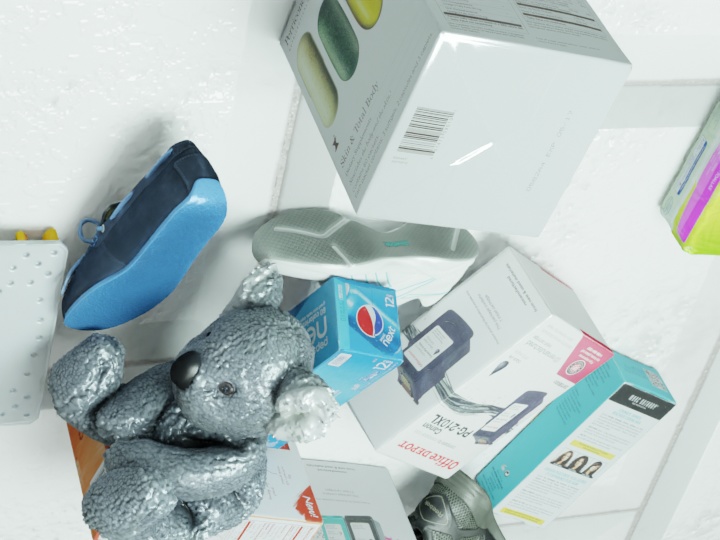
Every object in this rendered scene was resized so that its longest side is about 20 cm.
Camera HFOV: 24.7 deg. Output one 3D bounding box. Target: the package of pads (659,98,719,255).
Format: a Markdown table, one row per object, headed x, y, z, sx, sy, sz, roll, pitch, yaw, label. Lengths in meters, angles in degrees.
| x | y | z | sx | sy | sz | roll | pitch | yaw | label |
| --- | --- | --- | --- | --- | --- | --- | --- | --- | --- |
| 0.378 | -0.079 | 1.448 | 0.199 | 0.068 | 0.155 | 3 | 130 | -25 | package of pads |

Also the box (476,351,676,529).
| x | y | z | sx | sy | sz | roll | pitch | yaw | label |
| --- | --- | --- | --- | --- | --- | --- | --- | --- | --- |
| 0.211 | 0.169 | 1.631 | 0.082 | 0.049 | 0.200 | 23 | 120 | -38 | box |

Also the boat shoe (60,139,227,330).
| x | y | z | sx | sy | sz | roll | pitch | yaw | label |
| --- | --- | --- | --- | --- | --- | --- | --- | --- | --- |
| -0.165 | -0.024 | 1.266 | 0.084 | 0.069 | 0.200 | 11 | 140 | -46 | boat shoe |

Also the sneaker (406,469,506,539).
| x | y | z | sx | sy | sz | roll | pitch | yaw | label |
| --- | --- | --- | --- | --- | --- | --- | --- | --- | --- |
| 0.087 | 0.281 | 1.638 | 0.114 | 0.076 | 0.200 | -44 | 148 | -12 | sneaker |

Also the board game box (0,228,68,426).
| x | y | z | sx | sy | sz | roll | pitch | yaw | label |
| --- | --- | --- | --- | --- | --- | --- | --- | --- | --- |
| -0.342 | 0.048 | 1.292 | 0.199 | 0.026 | 0.200 | -1 | 132 | -22 | board game box |

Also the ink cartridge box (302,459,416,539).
| x | y | z | sx | sy | sz | roll | pitch | yaw | label |
| --- | --- | --- | --- | --- | --- | --- | --- | --- | --- |
| -0.034 | 0.301 | 1.543 | 0.146 | 0.200 | 0.147 | 9 | 128 | -30 | ink cartridge box |

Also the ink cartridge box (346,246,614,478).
| x | y | z | sx | sy | sz | roll | pitch | yaw | label |
| --- | --- | --- | --- | --- | --- | --- | --- | --- | --- |
| 0.102 | 0.087 | 1.459 | 0.200 | 0.084 | 0.145 | -39 | 148 | 15 | ink cartridge box |

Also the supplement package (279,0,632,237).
| x | y | z | sx | sy | sz | roll | pitch | yaw | label |
| --- | --- | --- | --- | --- | --- | --- | --- | --- | --- |
| 0.058 | -0.150 | 1.145 | 0.150 | 0.200 | 0.152 | 6 | 129 | -27 | supplement package |

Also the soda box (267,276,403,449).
| x | y | z | sx | sy | sz | roll | pitch | yaw | label |
| --- | --- | --- | --- | --- | --- | --- | --- | --- | --- |
| -0.048 | 0.081 | 1.373 | 0.064 | 0.068 | 0.200 | 13 | 147 | -32 | soda box |

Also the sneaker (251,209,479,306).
| x | y | z | sx | sy | sz | roll | pitch | yaw | label |
| --- | --- | --- | --- | --- | --- | --- | --- | --- | --- |
| 0.000 | 0.000 | 1.362 | 0.200 | 0.071 | 0.080 | 4 | 133 | -27 | sneaker |

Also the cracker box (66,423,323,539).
| x | y | z | sx | sy | sz | roll | pitch | yaw | label |
| --- | --- | --- | --- | --- | --- | --- | --- | --- | --- |
| -0.143 | 0.174 | 1.421 | 0.200 | 0.134 | 0.058 | 12 | 127 | -33 | cracker box |

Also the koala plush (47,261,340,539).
| x | y | z | sx | sy | sz | roll | pitch | yaw | label |
| --- | --- | --- | --- | --- | --- | --- | --- | --- | --- |
| -0.108 | 0.099 | 1.286 | 0.184 | 0.178 | 0.200 | 18 | 125 | -44 | koala plush |
